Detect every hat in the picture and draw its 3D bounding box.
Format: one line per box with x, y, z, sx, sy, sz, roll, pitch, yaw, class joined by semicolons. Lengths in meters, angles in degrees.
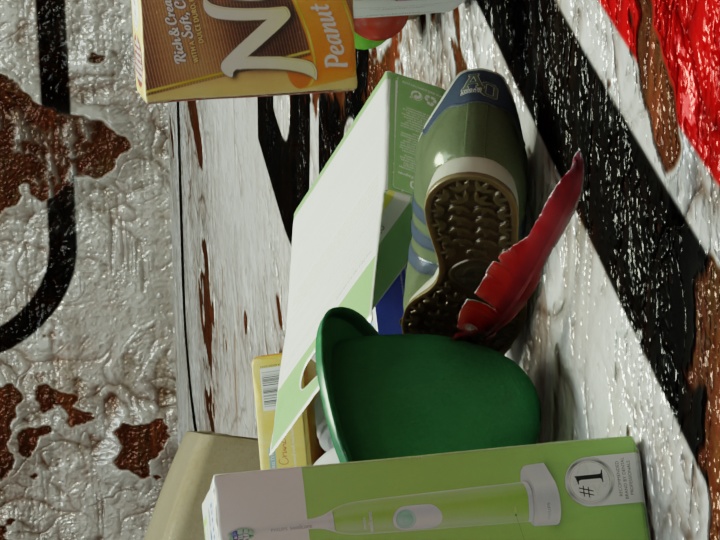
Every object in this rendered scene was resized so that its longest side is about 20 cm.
0.086;0.063;1.488;0.166;0.175;0.200;70;-166;13;hat

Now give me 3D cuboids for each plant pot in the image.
-0.071;0.214;2.145;0.200;0.199;0.178;164;112;-81;plant pot

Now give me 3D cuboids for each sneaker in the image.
0.060;-0.029;1.547;0.200;0.067;0.090;93;-178;-59;sneaker

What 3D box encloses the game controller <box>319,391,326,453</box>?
0.005;0.152;1.798;0.104;0.042;0.201;61;-158;-75;game controller

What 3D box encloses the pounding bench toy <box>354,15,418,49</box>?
-0.030;-0.215;1.818;0.200;0.124;0.157;-177;82;-82;pounding bench toy

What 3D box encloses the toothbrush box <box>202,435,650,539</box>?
0.033;0.162;1.334;0.086;0.199;0.146;119;144;-75;toothbrush box

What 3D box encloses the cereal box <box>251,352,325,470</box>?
-0.024;0.142;1.888;0.200;0.039;0.145;41;-139;-72;cereal box

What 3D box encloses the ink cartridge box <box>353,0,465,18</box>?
0.026;-0.223;1.571;0.200;0.084;0.145;163;102;-80;ink cartridge box

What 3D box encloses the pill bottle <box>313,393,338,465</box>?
0.027;0.165;1.675;0.113;0.112;0.201;103;161;-64;pill bottle

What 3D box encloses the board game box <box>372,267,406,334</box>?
0.027;0.082;1.862;0.134;0.045;0.201;119;146;-75;board game box

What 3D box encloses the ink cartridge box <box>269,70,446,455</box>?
0.000;0.000;1.716;0.146;0.048;0.201;126;155;-44;ink cartridge box

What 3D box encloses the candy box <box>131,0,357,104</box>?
-0.066;-0.193;1.526;0.055;0.115;0.201;-128;35;-75;candy box
